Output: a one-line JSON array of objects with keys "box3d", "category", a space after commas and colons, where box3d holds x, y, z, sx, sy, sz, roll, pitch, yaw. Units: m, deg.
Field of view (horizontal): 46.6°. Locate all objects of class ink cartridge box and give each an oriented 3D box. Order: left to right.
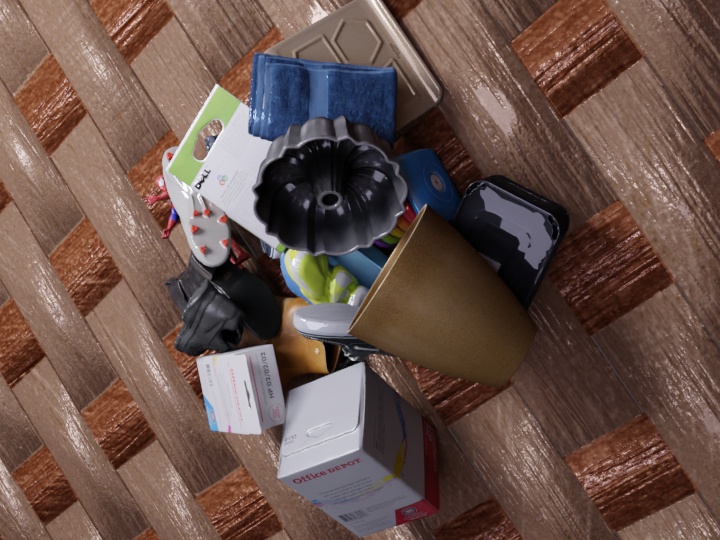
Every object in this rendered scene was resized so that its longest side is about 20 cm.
[{"box3d": [-0.168, 0.174, 1.227, 0.199, 0.067, 0.118, -13, 89, 59], "category": "ink cartridge box"}, {"box3d": [-0.146, -0.147, 1.170, 0.198, 0.076, 0.149, 35, 107, -7], "category": "ink cartridge box"}, {"box3d": [0.001, 0.256, 1.186, 0.144, 0.146, 0.200, -24, 131, 26], "category": "ink cartridge box"}]

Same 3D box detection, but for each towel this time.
[{"box3d": [-0.046, -0.217, 1.088, 0.196, 0.049, 0.114, 5, 80, -11], "category": "towel"}]

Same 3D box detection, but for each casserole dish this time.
[{"box3d": [0.000, 0.000, 1.206, 0.199, 0.039, 0.121, 36, 146, -3], "category": "casserole dish"}]

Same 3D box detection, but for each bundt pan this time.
[{"box3d": [-0.040, -0.115, 1.068, 0.197, 0.077, 0.204, -3, 138, -3], "category": "bundt pan"}]

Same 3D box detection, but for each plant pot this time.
[{"box3d": [0.112, 0.053, 1.040, 0.198, 0.187, 0.188, 34, 112, -1], "category": "plant pot"}]

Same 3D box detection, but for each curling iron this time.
[{"box3d": [-0.060, 0.201, 1.306, 0.026, 0.049, 0.202, 42, 117, 22], "category": "curling iron"}]

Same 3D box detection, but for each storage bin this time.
[{"box3d": [0.181, -0.013, 1.132, 0.134, 0.094, 0.203, 28, 109, 15], "category": "storage bin"}]

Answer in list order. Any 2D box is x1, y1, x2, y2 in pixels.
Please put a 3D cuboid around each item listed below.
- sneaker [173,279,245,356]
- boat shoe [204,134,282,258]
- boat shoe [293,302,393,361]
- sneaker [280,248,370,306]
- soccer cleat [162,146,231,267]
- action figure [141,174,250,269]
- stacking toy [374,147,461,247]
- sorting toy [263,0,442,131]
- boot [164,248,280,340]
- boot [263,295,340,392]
[{"box3d": [-0.220, 0.092, 1.237, 0.090, 0.077, 0.200, 31, 154, -1], "category": "sneaker"}, {"box3d": [-0.175, -0.111, 1.259, 0.089, 0.071, 0.204, -12, 90, -18], "category": "boat shoe"}, {"box3d": [0.002, 0.091, 1.136, 0.196, 0.072, 0.072, 6, 111, -19], "category": "boat shoe"}, {"box3d": [-0.042, 0.033, 1.204, 0.076, 0.105, 0.201, -46, 116, -14], "category": "sneaker"}, {"box3d": [-0.246, -0.092, 1.256, 0.203, 0.068, 0.078, 66, 157, 15], "category": "soccer cleat"}, {"box3d": [-0.273, -0.066, 1.313, 0.201, 0.098, 0.065, 49, 141, 10], "category": "action figure"}, {"box3d": [0.038, -0.076, 1.186, 0.199, 0.115, 0.111, -32, 84, 37], "category": "stacking toy"}, {"box3d": [-0.012, -0.260, 1.147, 0.199, 0.036, 0.187, -34, 88, -15], "category": "sorting toy"}, {"box3d": [-0.220, 0.055, 1.317, 0.200, 0.069, 0.174, 48, 142, 5], "category": "boot"}, {"box3d": [-0.099, 0.143, 1.279, 0.142, 0.070, 0.205, 15, 99, 40], "category": "boot"}]
